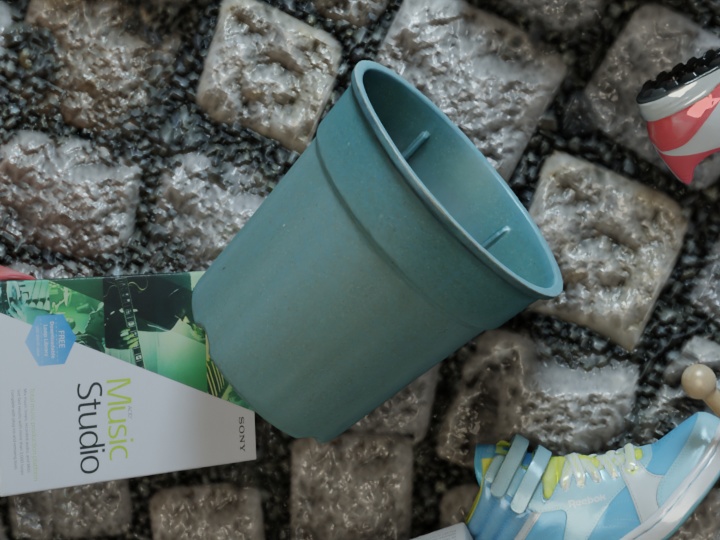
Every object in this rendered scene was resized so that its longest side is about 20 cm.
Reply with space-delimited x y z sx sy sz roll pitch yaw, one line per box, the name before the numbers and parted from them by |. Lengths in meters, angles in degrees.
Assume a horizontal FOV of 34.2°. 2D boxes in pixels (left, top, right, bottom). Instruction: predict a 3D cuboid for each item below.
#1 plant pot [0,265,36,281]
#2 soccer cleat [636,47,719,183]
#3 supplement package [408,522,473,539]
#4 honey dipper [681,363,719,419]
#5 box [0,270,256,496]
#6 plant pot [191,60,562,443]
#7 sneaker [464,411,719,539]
plant pot | -0.352 0.063 0.881 0.175 0.200 0.204 22 97 22
soccer cleat | 0.289 -0.129 0.789 0.197 0.068 0.074 -24 105 12
supplement package | 0.041 0.291 0.769 0.118 0.201 0.122 -21 116 12
honey dipper | 0.279 0.134 0.776 0.038 0.038 0.200 -41 101 11
box | -0.170 0.076 0.846 0.036 0.197 0.147 1 94 57
plant pot | 0.000 0.000 0.797 0.196 0.200 0.201 -42 83 18
sneaker | 0.154 0.143 0.816 0.131 0.079 0.200 46 100 6
